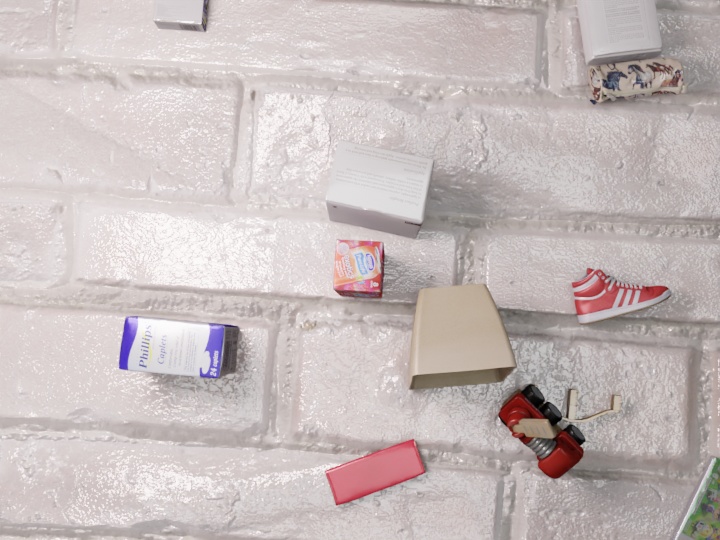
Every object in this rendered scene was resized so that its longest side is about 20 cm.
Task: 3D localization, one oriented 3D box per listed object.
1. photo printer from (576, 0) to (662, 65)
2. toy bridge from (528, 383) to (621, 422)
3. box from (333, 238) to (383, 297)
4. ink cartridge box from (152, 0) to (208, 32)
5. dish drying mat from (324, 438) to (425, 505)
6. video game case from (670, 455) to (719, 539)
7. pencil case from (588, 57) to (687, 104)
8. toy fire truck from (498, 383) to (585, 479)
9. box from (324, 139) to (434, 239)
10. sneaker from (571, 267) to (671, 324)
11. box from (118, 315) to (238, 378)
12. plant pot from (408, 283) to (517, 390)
[{"bbox_3d":[0.556,-0.555,1.712,0.165,0.069,0.202,-8,84,0],"label":"photo printer"},{"bbox_3d":[0.441,0.282,1.650,0.198,0.027,0.068,6,86,2],"label":"toy bridge"},{"bbox_3d":[0.000,0.000,1.594,0.095,0.200,0.101,4,84,3],"label":"box"},{"bbox_3d":[-0.387,-0.632,1.736,0.108,0.050,0.202,5,83,1],"label":"ink cartridge box"},{"bbox_3d":[0.031,0.420,1.645,0.199,0.018,0.077,-20,84,-1],"label":"dish drying mat"},{"bbox_3d":[0.764,0.514,1.628,0.181,0.022,0.201,28,85,3],"label":"video game case"},{"bbox_3d":[0.592,-0.404,1.692,0.198,0.078,0.090,-6,64,0],"label":"pencil case"},{"bbox_3d":[0.358,0.325,1.543,0.176,0.200,0.129,45,111,4],"label":"toy fire truck"},{"bbox_3d":[0.038,-0.161,1.611,0.197,0.200,0.132,12,83,1],"label":"box"},{"bbox_3d":[0.541,0.034,1.653,0.199,0.071,0.113,-16,88,1],"label":"sneaker"},{"bbox_3d":[-0.359,0.152,1.590,0.198,0.184,0.106,5,86,0],"label":"box"},{"bbox_3d":[0.192,0.132,1.593,0.198,0.200,0.178,-4,73,0],"label":"plant pot"}]
